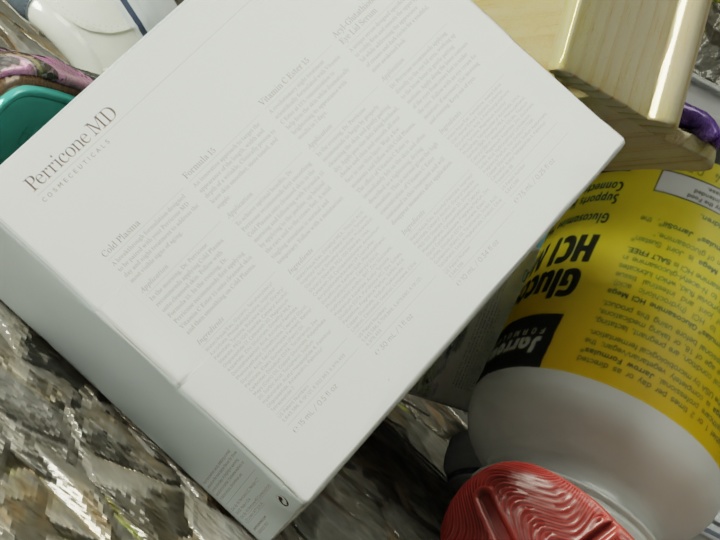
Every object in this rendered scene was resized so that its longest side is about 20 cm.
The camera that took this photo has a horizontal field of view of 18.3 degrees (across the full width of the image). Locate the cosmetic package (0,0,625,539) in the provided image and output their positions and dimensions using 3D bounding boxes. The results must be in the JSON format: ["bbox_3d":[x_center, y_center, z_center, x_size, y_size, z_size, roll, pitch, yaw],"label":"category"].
[{"bbox_3d":[-0.022,-0.027,0.787,0.151,0.200,0.052,44,-31,1],"label":"cosmetic package"}]

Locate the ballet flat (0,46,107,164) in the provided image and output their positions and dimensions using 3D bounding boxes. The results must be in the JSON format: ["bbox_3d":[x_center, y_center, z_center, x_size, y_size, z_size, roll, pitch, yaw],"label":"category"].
[{"bbox_3d":[-0.111,-0.056,0.902,0.071,0.069,0.200,42,13,31],"label":"ballet flat"}]

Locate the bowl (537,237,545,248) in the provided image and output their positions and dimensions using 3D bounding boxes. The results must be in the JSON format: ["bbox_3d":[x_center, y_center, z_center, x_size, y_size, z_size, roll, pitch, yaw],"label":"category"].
[{"bbox_3d":[0.109,-0.013,1.213,0.199,0.106,0.201,20,-9,3],"label":"bowl"}]

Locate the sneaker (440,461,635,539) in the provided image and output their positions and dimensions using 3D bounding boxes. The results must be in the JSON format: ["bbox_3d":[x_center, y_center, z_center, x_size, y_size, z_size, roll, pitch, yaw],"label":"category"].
[{"bbox_3d":[0.103,0.160,0.832,0.201,0.078,0.116,56,4,9],"label":"sneaker"}]

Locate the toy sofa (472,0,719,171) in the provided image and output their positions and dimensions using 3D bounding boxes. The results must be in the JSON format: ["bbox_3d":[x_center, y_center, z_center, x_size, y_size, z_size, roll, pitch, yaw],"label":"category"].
[{"bbox_3d":[0.063,-0.094,0.925,0.097,0.084,0.199,25,-15,-33],"label":"toy sofa"}]

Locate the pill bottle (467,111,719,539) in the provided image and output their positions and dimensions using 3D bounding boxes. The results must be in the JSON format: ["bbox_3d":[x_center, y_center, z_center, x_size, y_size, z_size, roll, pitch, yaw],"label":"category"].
[{"bbox_3d":[0.113,0.041,0.929,0.112,0.201,0.113,21,-27,12],"label":"pill bottle"}]

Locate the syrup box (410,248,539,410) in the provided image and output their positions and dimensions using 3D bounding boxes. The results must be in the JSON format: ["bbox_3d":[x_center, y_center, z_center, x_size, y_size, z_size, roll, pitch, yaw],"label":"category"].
[{"bbox_3d":[0.000,0.000,0.939,0.081,0.079,0.200,22,0,27],"label":"syrup box"}]

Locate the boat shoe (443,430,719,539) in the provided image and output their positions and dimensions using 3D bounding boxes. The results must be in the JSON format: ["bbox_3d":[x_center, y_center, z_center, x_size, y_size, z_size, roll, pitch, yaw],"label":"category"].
[{"bbox_3d":[0.128,0.129,0.999,0.198,0.067,0.074,18,-22,-7],"label":"boat shoe"}]

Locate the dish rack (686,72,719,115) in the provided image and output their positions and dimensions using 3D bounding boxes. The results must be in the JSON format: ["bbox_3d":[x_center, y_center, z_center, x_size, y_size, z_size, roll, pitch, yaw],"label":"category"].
[{"bbox_3d":[0.151,-0.074,1.238,0.171,0.044,0.200,25,-9,-23],"label":"dish rack"}]

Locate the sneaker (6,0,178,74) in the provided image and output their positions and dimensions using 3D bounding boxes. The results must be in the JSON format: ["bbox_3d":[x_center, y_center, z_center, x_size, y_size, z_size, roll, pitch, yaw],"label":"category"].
[{"bbox_3d":[-0.089,-0.059,0.996,0.201,0.070,0.073,61,-2,-20],"label":"sneaker"}]
